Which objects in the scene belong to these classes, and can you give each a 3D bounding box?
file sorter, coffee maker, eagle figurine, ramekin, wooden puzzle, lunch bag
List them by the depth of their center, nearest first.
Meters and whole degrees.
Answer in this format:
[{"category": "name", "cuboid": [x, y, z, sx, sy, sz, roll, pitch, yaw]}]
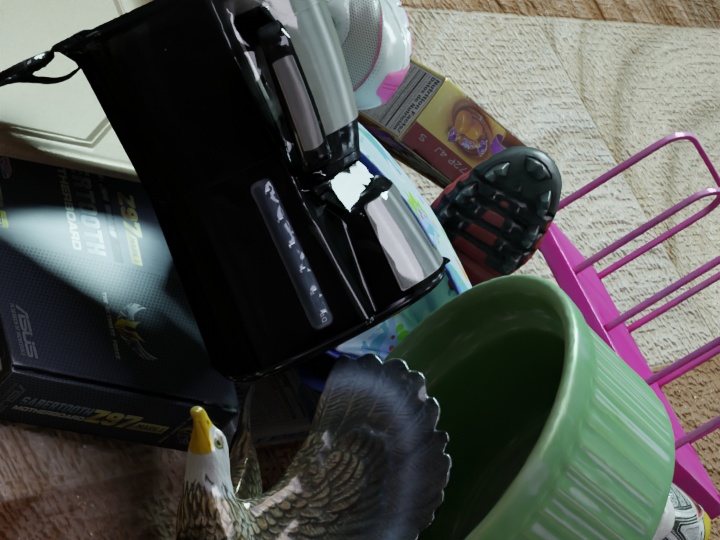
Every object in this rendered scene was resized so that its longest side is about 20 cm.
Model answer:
[{"category": "eagle figurine", "cuboid": [-0.058, 0.130, 1.283, 0.151, 0.152, 0.200, 35, 36, 22]}, {"category": "coffee maker", "cuboid": [-0.076, -0.048, 1.344, 0.135, 0.191, 0.201, -53, 121, -73]}, {"category": "ramekin", "cuboid": [0.073, 0.112, 1.345, 0.098, 0.200, 0.201, 37, 33, -25]}, {"category": "wooden puzzle", "cuboid": [-0.183, -0.125, 1.429, 0.199, 0.037, 0.186, 6, 49, -40]}, {"category": "lunch bag", "cuboid": [0.000, 0.000, 1.499, 0.200, 0.128, 0.170, 41, 6, -11]}, {"category": "file sorter", "cuboid": [0.218, 0.032, 1.655, 0.201, 0.125, 0.139, 63, 10, 28]}]

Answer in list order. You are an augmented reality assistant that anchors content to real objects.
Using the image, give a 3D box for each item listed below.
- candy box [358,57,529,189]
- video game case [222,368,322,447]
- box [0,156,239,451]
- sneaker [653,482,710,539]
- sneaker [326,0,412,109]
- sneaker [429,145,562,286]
[{"category": "candy box", "cuboid": [0.041, -0.102, 1.736, 0.117, 0.057, 0.200, 38, 1, -30]}, {"category": "video game case", "cuboid": [-0.075, 0.013, 1.570, 0.182, 0.022, 0.201, -4, 62, -58]}, {"category": "box", "cuboid": [-0.160, -0.005, 1.407, 0.157, 0.051, 0.201, 15, 48, -41]}, {"category": "sneaker", "cuboid": [0.148, 0.155, 1.622, 0.082, 0.078, 0.200, 24, -4, -26]}, {"category": "sneaker", "cuboid": [-0.052, -0.169, 1.554, 0.200, 0.082, 0.088, 43, 20, 28]}, {"category": "sneaker", "cuboid": [0.070, -0.018, 1.636, 0.071, 0.201, 0.098, 35, 38, -1]}]
